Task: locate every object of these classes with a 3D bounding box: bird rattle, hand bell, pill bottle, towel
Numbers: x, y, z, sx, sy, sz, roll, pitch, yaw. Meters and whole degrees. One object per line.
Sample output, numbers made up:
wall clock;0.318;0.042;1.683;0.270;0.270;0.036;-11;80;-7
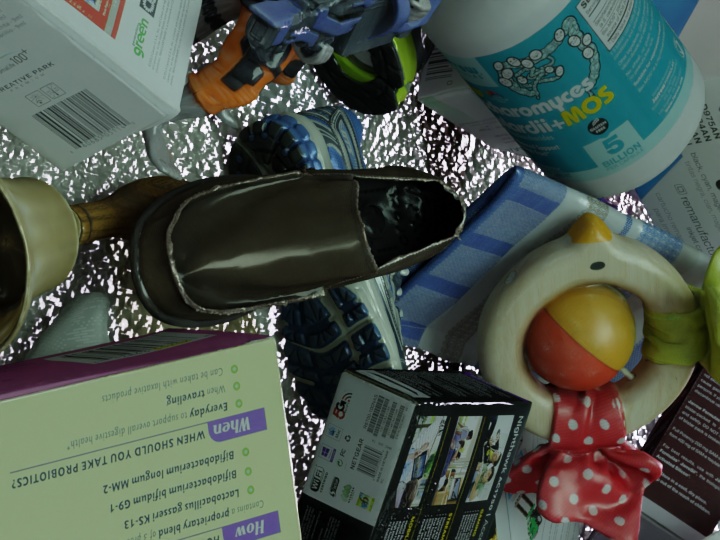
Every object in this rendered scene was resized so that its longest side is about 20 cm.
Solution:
bird rattle;0.139;0.052;1.210;0.163;0.200;0.113;39;25;-19
hand bell;-0.137;-0.024;1.031;0.200;0.104;0.105;-18;103;-55
pill bottle;0.102;-0.138;1.164;0.200;0.110;0.111;45;60;-37
towel;0.114;0.018;1.237;0.199;0.147;0.024;23;36;-38

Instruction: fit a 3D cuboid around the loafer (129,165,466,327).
loafer;-0.027;-0.023;1.053;0.199;0.071;0.074;-17;92;-38

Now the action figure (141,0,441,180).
action figure;-0.044;-0.135;1.021;0.105;0.194;0.200;48;22;10

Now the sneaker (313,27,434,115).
sneaker;-0.008;-0.192;1.169;0.081;0.074;0.201;-46;127;-46

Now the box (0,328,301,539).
box;-0.122;0.140;0.949;0.175;0.096;0.201;-12;98;-37

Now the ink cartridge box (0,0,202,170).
ink cartridge box;-0.154;-0.183;0.964;0.175;0.084;0.201;38;46;-36

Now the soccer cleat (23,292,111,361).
soccer cleat;-0.090;0.084;1.073;0.200;0.070;0.087;41;62;-37

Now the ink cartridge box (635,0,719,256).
ink cartridge box;0.277;-0.101;1.276;0.148;0.199;0.145;59;42;-25

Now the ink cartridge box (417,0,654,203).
ink cartridge box;0.127;-0.143;1.309;0.200;0.050;0.162;29;66;-44

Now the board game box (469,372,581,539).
board game box;0.080;0.175;1.269;0.126;0.034;0.201;24;73;-43

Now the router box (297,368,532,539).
router box;0.013;0.155;1.125;0.149;0.051;0.201;7;103;-61

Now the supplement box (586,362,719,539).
supplement box;0.224;0.107;1.353;0.061;0.109;0.200;32;63;5

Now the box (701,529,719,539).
box;0.228;0.238;1.290;0.152;0.200;0.106;-21;64;-43

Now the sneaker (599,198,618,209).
sneaker;0.167;-0.006;1.332;0.199;0.080;0.084;16;67;-47

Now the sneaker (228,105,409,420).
sneaker;0.000;0.000;1.164;0.085;0.077;0.201;-31;112;-45
